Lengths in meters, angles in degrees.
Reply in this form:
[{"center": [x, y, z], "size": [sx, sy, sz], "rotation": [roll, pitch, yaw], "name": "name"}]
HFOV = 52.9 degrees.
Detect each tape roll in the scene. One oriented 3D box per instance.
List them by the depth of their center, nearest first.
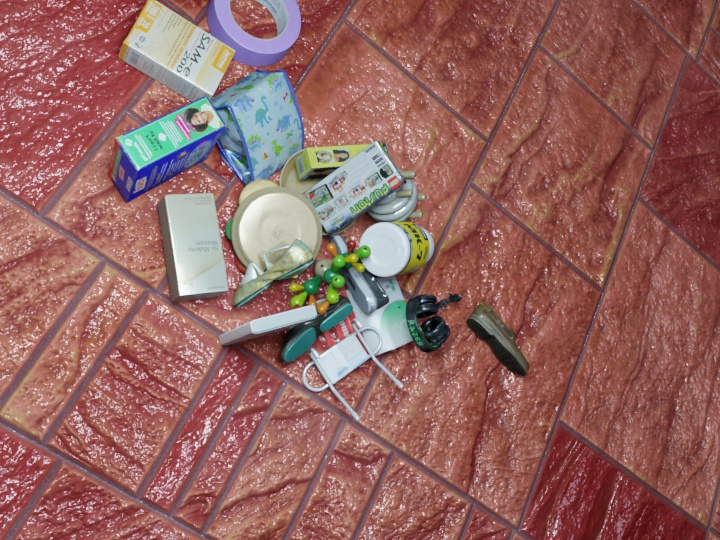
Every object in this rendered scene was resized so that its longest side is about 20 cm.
[{"center": [-0.235, -0.560, 1.606], "size": [0.199, 0.066, 0.201], "rotation": [6, 75, -25], "name": "tape roll"}]

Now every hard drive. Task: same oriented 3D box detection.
[{"center": [-0.182, 0.108, 1.394], "size": [0.131, 0.200, 0.026], "rotation": [-14, 85, -29], "name": "hard drive"}]

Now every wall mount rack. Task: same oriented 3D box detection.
[{"center": [-0.014, 0.206, 1.512], "size": [0.200, 0.075, 0.174], "rotation": [-33, 90, -18], "name": "wall mount rack"}]

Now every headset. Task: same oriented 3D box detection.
[{"center": [0.165, 0.102, 1.612], "size": [0.124, 0.094, 0.200], "rotation": [66, 26, -7], "name": "headset"}]

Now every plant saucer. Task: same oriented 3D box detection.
[{"center": [-0.092, -0.172, 1.603], "size": [0.199, 0.035, 0.201], "rotation": [7, 75, -27], "name": "plant saucer"}]

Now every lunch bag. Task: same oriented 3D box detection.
[{"center": [-0.213, -0.297, 1.523], "size": [0.170, 0.127, 0.201], "rotation": [-43, 128, -28], "name": "lunch bag"}]

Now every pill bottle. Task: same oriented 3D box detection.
[{"center": [0.085, -0.049, 1.576], "size": [0.200, 0.114, 0.115], "rotation": [-10, 81, -66], "name": "pill bottle"}]

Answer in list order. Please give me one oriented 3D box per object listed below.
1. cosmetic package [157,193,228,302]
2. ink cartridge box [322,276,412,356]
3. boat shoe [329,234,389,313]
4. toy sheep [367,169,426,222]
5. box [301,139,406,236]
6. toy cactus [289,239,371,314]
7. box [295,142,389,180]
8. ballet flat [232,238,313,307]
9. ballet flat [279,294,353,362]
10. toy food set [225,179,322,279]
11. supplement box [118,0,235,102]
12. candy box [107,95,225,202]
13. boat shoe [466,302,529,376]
[{"center": [-0.331, -0.045, 1.428], "size": [0.103, 0.073, 0.201], "rotation": [-7, 80, -29], "name": "cosmetic package"}, {"center": [0.015, 0.109, 1.586], "size": [0.199, 0.050, 0.162], "rotation": [-20, 88, -32], "name": "ink cartridge box"}, {"center": [0.000, 0.000, 1.561], "size": [0.066, 0.070, 0.200], "rotation": [-18, 58, -24], "name": "boat shoe"}, {"center": [0.067, -0.169, 1.616], "size": [0.138, 0.137, 0.200], "rotation": [-65, 149, -24], "name": "toy sheep"}, {"center": [-0.015, -0.173, 1.529], "size": [0.200, 0.035, 0.110], "rotation": [-33, 97, 15], "name": "box"}, {"center": [-0.074, 0.004, 1.491], "size": [0.102, 0.165, 0.200], "rotation": [43, 89, -19], "name": "toy cactus"}, {"center": [-0.037, -0.239, 1.587], "size": [0.199, 0.075, 0.050], "rotation": [-10, 80, -28], "name": "box"}, {"center": [-0.186, 0.000, 1.446], "size": [0.071, 0.199, 0.071], "rotation": [52, 18, -24], "name": "ballet flat"}, {"center": [-0.104, 0.115, 1.510], "size": [0.200, 0.068, 0.068], "rotation": [-35, 55, -28], "name": "ballet flat"}, {"center": [-0.178, -0.076, 1.507], "size": [0.199, 0.049, 0.199], "rotation": [23, 83, -17], "name": "toy food set"}, {"center": [-0.378, -0.448, 1.499], "size": [0.199, 0.073, 0.127], "rotation": [28, 67, -19], "name": "supplement box"}, {"center": [-0.376, -0.232, 1.393], "size": [0.200, 0.169, 0.077], "rotation": [-37, 92, -29], "name": "candy box"}, {"center": [0.343, 0.163, 1.728], "size": [0.200, 0.072, 0.068], "rotation": [49, 63, -9], "name": "boat shoe"}]
